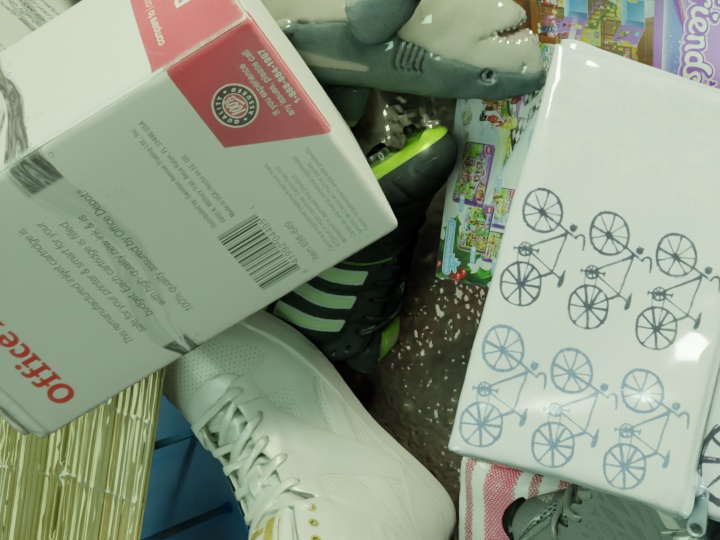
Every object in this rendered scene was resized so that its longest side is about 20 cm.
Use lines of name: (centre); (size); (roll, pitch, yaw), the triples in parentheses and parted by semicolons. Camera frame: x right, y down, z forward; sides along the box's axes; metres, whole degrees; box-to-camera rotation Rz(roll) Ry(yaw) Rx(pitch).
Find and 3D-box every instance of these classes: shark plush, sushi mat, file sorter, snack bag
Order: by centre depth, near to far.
snack bag: (0.152, 0.015, 0.698); (0.199, 0.021, 0.189); (18, 75, -1)
shark plush: (-0.017, -0.094, 0.795); (0.199, 0.091, 0.084); (-20, 116, 13)
sushi mat: (-0.149, 0.107, 0.853); (0.095, 0.012, 0.201); (13, 99, 25)
file sorter: (-0.163, 0.120, 0.940); (0.138, 0.123, 0.201); (-26, 84, 32)

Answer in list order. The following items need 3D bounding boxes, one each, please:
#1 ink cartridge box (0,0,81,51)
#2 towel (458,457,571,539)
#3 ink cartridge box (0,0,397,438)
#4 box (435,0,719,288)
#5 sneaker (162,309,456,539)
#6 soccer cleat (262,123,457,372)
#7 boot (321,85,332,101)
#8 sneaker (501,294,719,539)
ink cartridge box: (-0.186, -0.090, 0.880); (0.146, 0.200, 0.083); (41, 119, 20)
towel: (0.133, 0.173, 0.824); (0.199, 0.030, 0.147); (5, 99, 31)
ink cartridge box: (-0.108, -0.033, 0.743); (0.199, 0.146, 0.085); (-31, 44, 6)
box: (0.114, -0.081, 0.793); (0.136, 0.039, 0.201); (14, 104, 29)
sneaker: (-0.042, 0.099, 0.828); (0.200, 0.116, 0.074); (40, 121, -5)
soccer cleat: (0.000, 0.000, 0.855); (0.081, 0.068, 0.200); (46, 133, 1)
boot: (-0.051, -0.182, 0.877); (0.200, 0.072, 0.166); (46, 105, 19)
sneaker: (0.107, 0.088, 0.767); (0.115, 0.075, 0.201); (-11, 99, 37)
